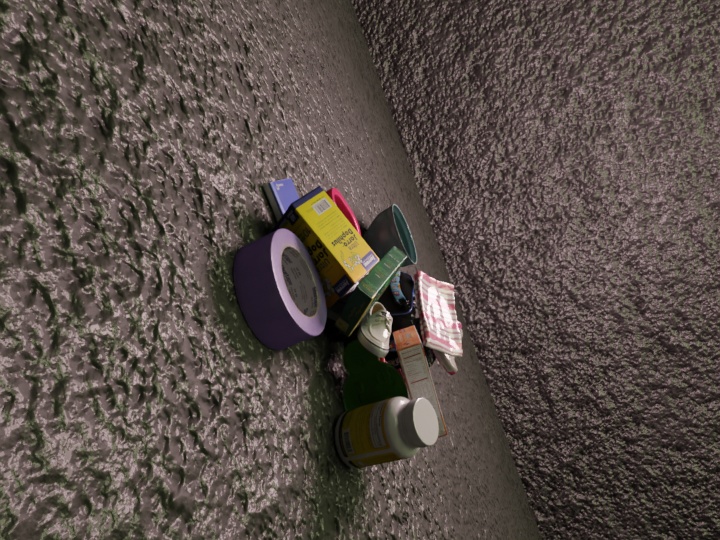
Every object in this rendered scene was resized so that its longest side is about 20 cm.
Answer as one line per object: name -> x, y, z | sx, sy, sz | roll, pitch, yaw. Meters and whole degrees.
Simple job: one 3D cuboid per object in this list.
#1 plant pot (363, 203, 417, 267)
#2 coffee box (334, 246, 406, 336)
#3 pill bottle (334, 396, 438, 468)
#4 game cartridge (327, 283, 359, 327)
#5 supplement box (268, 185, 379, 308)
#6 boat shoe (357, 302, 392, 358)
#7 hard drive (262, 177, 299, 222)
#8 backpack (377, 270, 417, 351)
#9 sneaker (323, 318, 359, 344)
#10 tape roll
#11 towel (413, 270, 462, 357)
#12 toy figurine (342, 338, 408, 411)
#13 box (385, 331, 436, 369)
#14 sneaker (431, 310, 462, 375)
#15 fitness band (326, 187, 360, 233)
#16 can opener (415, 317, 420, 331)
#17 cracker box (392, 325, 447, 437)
plant pot -> 0.089, -0.096, 1.787 | 0.203, 0.130, 0.204 | 58, 20, -35
coffee box -> 0.023, 0.042, 1.156 | 0.043, 0.125, 0.200 | 36, 35, 6
pill bottle -> 0.051, 0.314, 1.067 | 0.111, 0.196, 0.116 | 29, 49, -40
game cartridge -> -0.060, 0.017, 1.212 | 0.130, 0.041, 0.206 | 21, 49, -33
supplement box -> -0.075, -0.049, 1.126 | 0.201, 0.109, 0.109 | 50, 42, 1
boat shoe -> 0.038, 0.120, 1.181 | 0.069, 0.071, 0.200 | 29, 12, -7
hard drive -> -0.149, -0.106, 1.240 | 0.206, 0.025, 0.132 | 68, 17, -7
backpack -> 0.060, 0.092, 1.396 | 0.202, 0.175, 0.139 | -76, 159, -58
sneaker -> -0.034, 0.148, 1.264 | 0.204, 0.073, 0.107 | 62, 30, -21
tape roll -> -0.144, 0.035, 1.005 | 0.202, 0.083, 0.204 | 57, 20, -34
towel -> 0.201, 0.111, 1.390 | 0.143, 0.030, 0.207 | 20, 53, -38
toy figurine -> 0.041, 0.250, 1.256 | 0.206, 0.146, 0.184 | 66, 11, 7
box -> 0.123, 0.223, 1.486 | 0.089, 0.159, 0.199 | 68, 17, 2
sneaker -> 0.234, 0.177, 1.463 | 0.081, 0.086, 0.206 | 42, 32, -54
fitness band -> -0.049, -0.145, 1.587 | 0.147, 0.036, 0.202 | -96, 160, -45
can opener -> 0.101, 0.141, 1.456 | 0.053, 0.194, 0.069 | -17, 88, -64
cracker box -> 0.125, 0.237, 1.164 | 0.134, 0.056, 0.207 | -93, 167, -81
